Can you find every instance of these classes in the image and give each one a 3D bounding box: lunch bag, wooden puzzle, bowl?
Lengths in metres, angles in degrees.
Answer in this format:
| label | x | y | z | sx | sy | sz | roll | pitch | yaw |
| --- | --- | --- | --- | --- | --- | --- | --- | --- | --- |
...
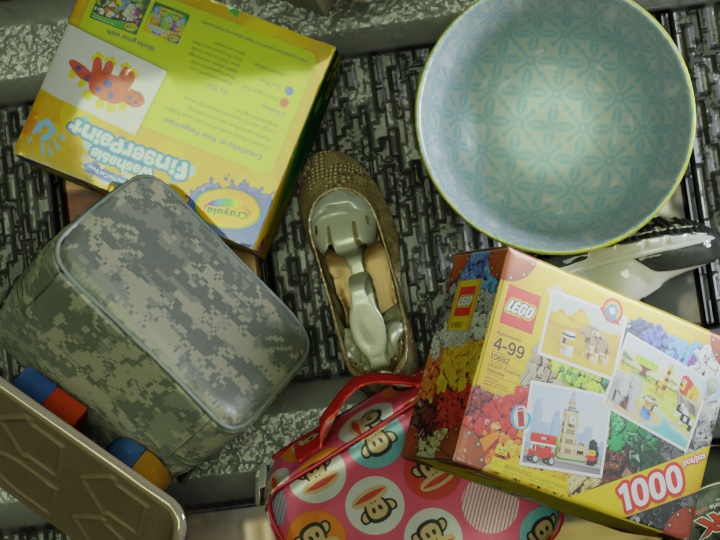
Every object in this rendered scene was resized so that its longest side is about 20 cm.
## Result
| label | x | y | z | sx | sy | sz | roll | pitch | yaw |
| --- | --- | --- | --- | --- | --- | --- | --- | --- | --- |
| lunch bag | -0.164 | 0.054 | 1.145 | 0.200 | 0.139 | 0.168 | 45 | 131 | -4 |
| wooden puzzle | -0.204 | 0.148 | 1.147 | 0.200 | 0.185 | 0.046 | 38 | 59 | 8 |
| lunch bag | 0.030 | 0.157 | 1.143 | 0.200 | 0.082 | 0.176 | -29 | 104 | -2 |
| bowl | 0.141 | -0.105 | 1.165 | 0.200 | 0.108 | 0.200 | 0 | 85 | 4 |

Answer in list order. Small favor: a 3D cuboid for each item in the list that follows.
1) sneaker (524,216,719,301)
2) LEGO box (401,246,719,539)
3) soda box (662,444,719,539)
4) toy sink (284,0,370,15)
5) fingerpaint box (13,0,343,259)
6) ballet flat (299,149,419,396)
| label | x | y | z | sx | sy | sz | roll | pitch | yaw |
| --- | --- | --- | --- | --- | --- | --- | --- | --- | --- |
| sneaker | 0.175 | 0.015 | 1.181 | 0.200 | 0.074 | 0.080 | -16 | 99 | 7 |
| LEGO box | 0.145 | 0.087 | 1.089 | 0.200 | 0.077 | 0.149 | 21 | 78 | -25 |
| soda box | 0.256 | 0.228 | 1.148 | 0.063 | 0.071 | 0.200 | 2 | 86 | -2 |
| toy sink | -0.051 | -0.278 | 1.193 | 0.200 | 0.112 | 0.130 | 20 | 87 | 10 |
| fingerpaint box | -0.136 | -0.123 | 1.205 | 0.200 | 0.073 | 0.167 | 21 | 86 | 6 |
| ballet flat | 0.000 | 0.000 | 1.188 | 0.070 | 0.065 | 0.200 | -20 | 84 | 5 |
